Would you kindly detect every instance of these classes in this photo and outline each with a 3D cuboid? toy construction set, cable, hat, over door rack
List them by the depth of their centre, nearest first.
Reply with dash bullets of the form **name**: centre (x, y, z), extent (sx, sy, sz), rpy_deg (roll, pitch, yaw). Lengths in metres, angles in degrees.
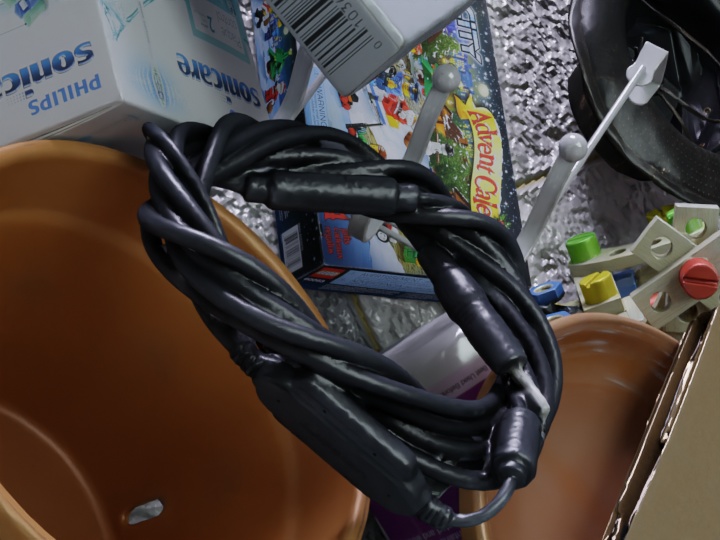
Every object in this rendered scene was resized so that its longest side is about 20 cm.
- **cable**: centre (0.000, 0.000, 0.685), extent (0.200, 0.051, 0.163), rpy_deg (40, 38, -1)
- **over door rack**: centre (0.048, -0.088, 0.847), extent (0.147, 0.067, 0.200), rpy_deg (29, 51, 12)
- **toy construction set**: centre (0.150, 0.018, 0.910), extent (0.200, 0.130, 0.093), rpy_deg (-10, 82, -84)
- **hat**: centre (0.176, -0.110, 1.036), extent (0.200, 0.081, 0.202), rpy_deg (15, 61, -29)

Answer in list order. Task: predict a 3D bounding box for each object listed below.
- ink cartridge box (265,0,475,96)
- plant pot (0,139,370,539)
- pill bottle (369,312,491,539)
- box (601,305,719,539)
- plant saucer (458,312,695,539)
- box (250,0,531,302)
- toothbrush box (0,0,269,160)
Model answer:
- **ink cartridge box**: centre (-0.028, -0.181, 0.774), extent (0.197, 0.043, 0.200), rpy_deg (50, 23, -3)
- **plant pot**: centre (-0.114, 0.073, 0.672), extent (0.199, 0.140, 0.201), rpy_deg (29, 38, -26)
- **pill bottle**: centre (0.072, 0.121, 0.837), extent (0.112, 0.112, 0.201), rpy_deg (-32, 92, -41)
- **box**: centre (0.195, 0.139, 0.789), extent (0.200, 0.021, 0.164), rpy_deg (45, 48, -16)
- **plant saucer**: centre (0.115, 0.118, 0.772), extent (0.199, 0.037, 0.201), rpy_deg (17, 60, -33)
- **box**: centre (0.014, -0.085, 0.927), extent (0.136, 0.038, 0.201), rpy_deg (5, 68, -36)
- **toothbrush box**: centre (-0.122, -0.136, 0.751), extent (0.146, 0.085, 0.201), rpy_deg (17, 57, -67)
